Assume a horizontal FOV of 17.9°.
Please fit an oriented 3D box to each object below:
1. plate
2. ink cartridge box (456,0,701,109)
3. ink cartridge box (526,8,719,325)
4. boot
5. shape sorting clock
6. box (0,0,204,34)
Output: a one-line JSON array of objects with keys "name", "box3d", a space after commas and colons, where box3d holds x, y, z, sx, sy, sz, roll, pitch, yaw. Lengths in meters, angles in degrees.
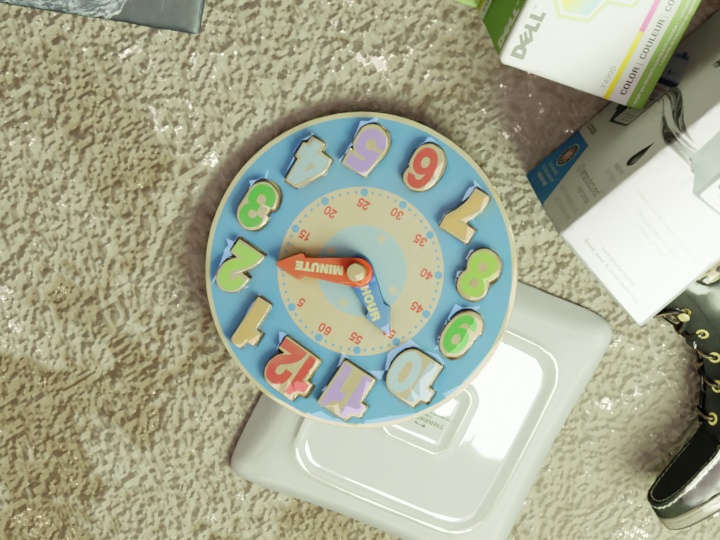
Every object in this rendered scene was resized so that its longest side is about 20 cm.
[{"name": "plate", "box3d": [0.042, 0.088, 1.509, 0.199, 0.032, 0.201, 23, 103, -12]}, {"name": "ink cartridge box", "box3d": [0.106, -0.201, 1.370, 0.199, 0.076, 0.148, 16, 117, -20]}, {"name": "ink cartridge box", "box3d": [0.211, -0.076, 1.411, 0.200, 0.147, 0.086, -42, 105, 8]}, {"name": "boot", "box3d": [0.228, 0.056, 1.494, 0.151, 0.073, 0.200, 43, 96, -18]}, {"name": "shape sorting clock", "box3d": [0.000, 0.000, 1.446, 0.199, 0.039, 0.201, 1, 95, 7]}, {"name": "box", "box3d": [-0.175, -0.258, 1.330, 0.199, 0.117, 0.198, 8, 107, -9]}]
